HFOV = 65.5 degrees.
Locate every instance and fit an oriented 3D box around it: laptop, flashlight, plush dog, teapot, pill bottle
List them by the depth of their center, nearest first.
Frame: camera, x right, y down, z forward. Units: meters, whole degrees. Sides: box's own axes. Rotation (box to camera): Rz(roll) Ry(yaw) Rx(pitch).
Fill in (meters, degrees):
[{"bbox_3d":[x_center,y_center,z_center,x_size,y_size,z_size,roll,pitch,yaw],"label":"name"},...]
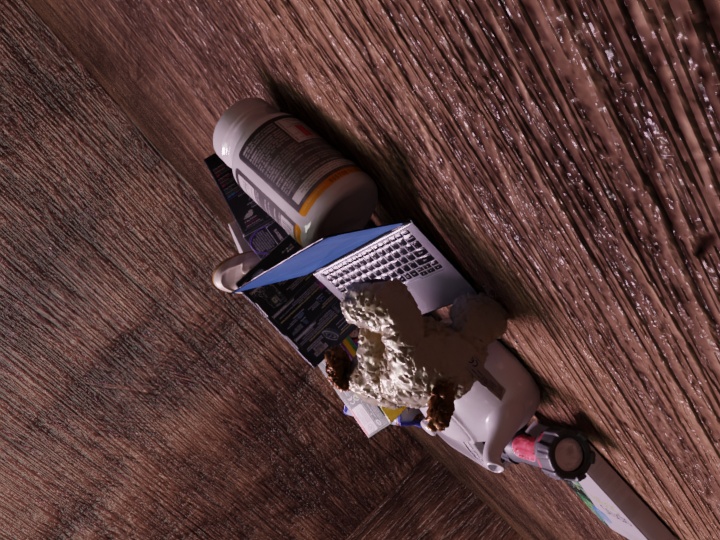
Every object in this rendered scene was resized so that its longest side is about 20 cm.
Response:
[{"bbox_3d":[0.055,0.110,0.641,0.200,0.161,0.172,8,156,-20],"label":"plush dog"},{"bbox_3d":[-0.005,0.025,0.655,0.200,0.116,0.187,45,138,-19],"label":"laptop"},{"bbox_3d":[-0.083,-0.120,0.685,0.200,0.116,0.116,43,168,22],"label":"pill bottle"},{"bbox_3d":[0.240,0.243,0.775,0.068,0.068,0.200,5,169,-10],"label":"flashlight"},{"bbox_3d":[0.139,0.171,0.796,0.197,0.146,0.200,44,170,13],"label":"teapot"}]

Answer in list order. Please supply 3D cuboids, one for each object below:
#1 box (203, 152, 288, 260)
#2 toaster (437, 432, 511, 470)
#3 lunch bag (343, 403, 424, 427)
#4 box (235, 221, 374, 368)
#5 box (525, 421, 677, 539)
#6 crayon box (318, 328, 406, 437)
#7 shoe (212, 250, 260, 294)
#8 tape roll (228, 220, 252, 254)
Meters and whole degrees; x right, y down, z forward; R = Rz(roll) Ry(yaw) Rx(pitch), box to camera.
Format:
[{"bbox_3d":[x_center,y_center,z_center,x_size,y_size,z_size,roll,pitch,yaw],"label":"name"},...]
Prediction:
[{"bbox_3d":[-0.150,-0.109,0.892,0.200,0.106,0.122,55,176,36],"label":"box"},{"bbox_3d":[0.202,0.268,0.990,0.200,0.114,0.129,54,165,-25],"label":"toaster"},{"bbox_3d":[0.091,0.254,1.146,0.200,0.124,0.170,7,174,-43],"label":"lunch bag"},{"bbox_3d":[-0.049,0.010,0.792,0.160,0.200,0.044,47,169,-6],"label":"box"},{"bbox_3d":[0.344,0.315,0.823,0.200,0.036,0.144,49,169,-1],"label":"box"},{"bbox_3d":[0.010,0.148,0.931,0.200,0.058,0.173,54,-153,8],"label":"crayon box"},{"bbox_3d":[-0.141,0.001,0.923,0.053,0.200,0.070,-149,53,-70],"label":"shoe"},{"bbox_3d":[-0.145,-0.022,1.053,0.203,0.139,0.203,60,167,24],"label":"tape roll"}]
